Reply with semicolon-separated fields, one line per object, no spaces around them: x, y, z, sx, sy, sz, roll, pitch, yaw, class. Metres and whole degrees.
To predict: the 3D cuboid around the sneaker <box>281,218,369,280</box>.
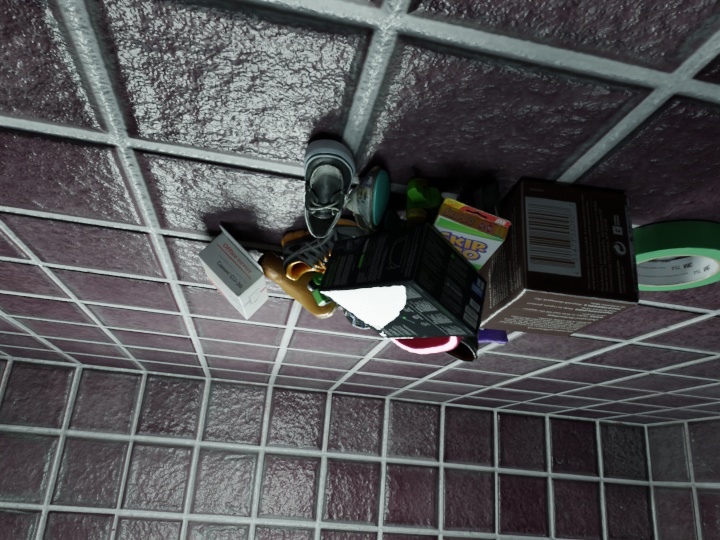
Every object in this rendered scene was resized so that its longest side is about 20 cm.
-0.059;-0.034;0.977;0.198;0.078;0.078;-14;151;37;sneaker

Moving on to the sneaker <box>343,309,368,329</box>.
0.047;0.063;1.171;0.199;0.076;0.077;-26;-174;36;sneaker

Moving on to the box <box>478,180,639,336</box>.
0.281;-0.009;0.840;0.161;0.169;0.200;6;160;-6;box

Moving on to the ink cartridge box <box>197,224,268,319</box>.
-0.240;0.007;1.062;0.116;0.067;0.200;43;161;10;ink cartridge box

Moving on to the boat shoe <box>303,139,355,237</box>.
-0.045;-0.106;0.787;0.071;0.072;0.200;5;159;-1;boat shoe

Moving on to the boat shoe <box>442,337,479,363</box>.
0.151;0.124;1.114;0.198;0.068;0.072;24;139;-15;boat shoe

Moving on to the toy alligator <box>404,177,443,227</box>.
0.094;-0.082;0.839;0.053;0.060;0.200;3;160;4;toy alligator

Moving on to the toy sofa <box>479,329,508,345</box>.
0.242;0.116;1.285;0.197;0.099;0.083;-3;159;23;toy sofa

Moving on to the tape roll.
0.515;-0.019;0.935;0.197;0.049;0.201;4;159;1;tape roll

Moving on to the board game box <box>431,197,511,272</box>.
0.141;-0.037;0.814;0.094;0.030;0.200;21;156;2;board game box

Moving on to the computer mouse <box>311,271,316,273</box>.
-0.044;0.007;1.118;0.136;0.054;0.200;6;160;-2;computer mouse

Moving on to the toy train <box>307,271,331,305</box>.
0.000;0.000;0.953;0.198;0.057;0.042;-26;173;-27;toy train

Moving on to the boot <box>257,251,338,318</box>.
-0.126;0.022;1.061;0.143;0.071;0.201;33;172;-24;boot

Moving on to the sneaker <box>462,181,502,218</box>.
0.159;-0.067;0.836;0.078;0.075;0.200;2;160;-7;sneaker

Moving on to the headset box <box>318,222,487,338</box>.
0.060;0.026;0.849;0.198;0.094;0.174;-9;144;43;headset box

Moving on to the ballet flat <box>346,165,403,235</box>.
0.016;-0.090;0.831;0.071;0.073;0.201;-1;158;14;ballet flat

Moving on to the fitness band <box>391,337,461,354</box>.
0.101;0.097;1.022;0.144;0.038;0.199;44;151;-15;fitness band
